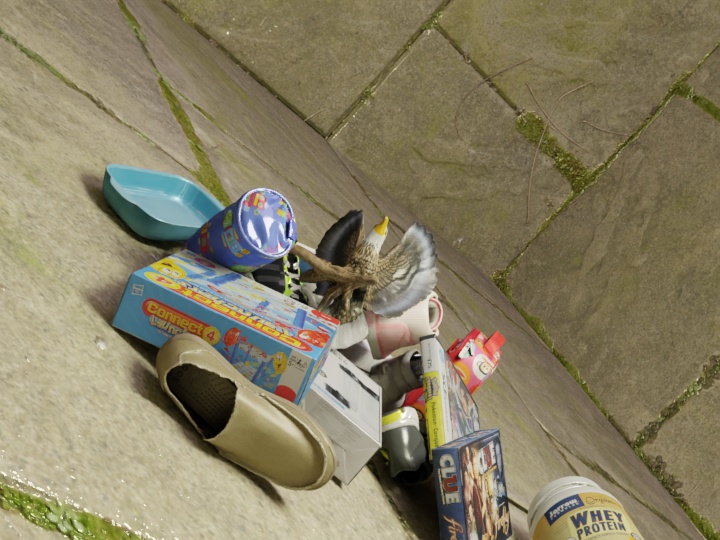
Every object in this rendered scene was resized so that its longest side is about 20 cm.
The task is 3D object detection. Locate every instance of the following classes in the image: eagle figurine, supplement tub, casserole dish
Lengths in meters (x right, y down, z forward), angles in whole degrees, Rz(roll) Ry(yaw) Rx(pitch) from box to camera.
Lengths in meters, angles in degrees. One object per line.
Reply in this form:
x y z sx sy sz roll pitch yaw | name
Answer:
0.005 -0.005 1.350 0.153 0.150 0.200 61 17 1 | eagle figurine
0.312 0.385 1.459 0.144 0.145 0.200 40 10 -22 | supplement tub
-0.242 -0.077 1.343 0.121 0.039 0.199 43 18 24 | casserole dish

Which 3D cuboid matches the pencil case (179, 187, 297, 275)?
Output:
-0.140 -0.029 1.237 0.086 0.079 0.199 12 -20 -26 | pencil case

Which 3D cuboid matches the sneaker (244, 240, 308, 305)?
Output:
-0.107 -0.005 1.370 0.200 0.083 0.072 49 12 25 | sneaker

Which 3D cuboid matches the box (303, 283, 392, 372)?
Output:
-0.039 0.080 1.617 0.145 0.036 0.200 52 11 35 | box

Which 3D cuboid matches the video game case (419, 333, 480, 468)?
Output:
0.124 0.210 1.400 0.201 0.025 0.183 57 23 -48 | video game case

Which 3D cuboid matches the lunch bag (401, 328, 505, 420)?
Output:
0.151 0.159 1.645 0.082 0.176 0.200 45 9 6 | lunch bag

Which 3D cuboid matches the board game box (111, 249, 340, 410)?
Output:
-0.129 0.054 1.110 0.198 0.056 0.196 25 9 2 | board game box

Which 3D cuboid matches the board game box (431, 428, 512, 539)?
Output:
0.136 0.268 1.291 0.200 0.034 0.138 4 79 -69 | board game box

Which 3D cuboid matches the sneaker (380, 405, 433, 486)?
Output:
0.061 0.232 1.345 0.200 0.074 0.086 41 35 -62 | sneaker

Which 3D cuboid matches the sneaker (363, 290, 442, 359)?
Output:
0.061 0.075 1.464 0.200 0.103 0.077 71 13 -78 | sneaker

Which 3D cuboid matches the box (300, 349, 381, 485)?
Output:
-0.036 0.152 1.239 0.116 0.060 0.200 40 10 -6 | box

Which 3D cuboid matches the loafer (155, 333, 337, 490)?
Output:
-0.110 0.139 0.985 0.199 0.076 0.067 35 12 -3 | loafer

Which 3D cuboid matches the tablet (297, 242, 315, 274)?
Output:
-0.067 -0.004 1.596 0.199 0.014 0.129 25 -21 -33 | tablet

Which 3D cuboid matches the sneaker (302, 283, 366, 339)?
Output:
-0.023 0.040 1.523 0.075 0.081 0.199 50 13 24 | sneaker

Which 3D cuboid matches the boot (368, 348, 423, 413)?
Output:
0.061 0.151 1.510 0.074 0.095 0.200 60 13 1 | boot
